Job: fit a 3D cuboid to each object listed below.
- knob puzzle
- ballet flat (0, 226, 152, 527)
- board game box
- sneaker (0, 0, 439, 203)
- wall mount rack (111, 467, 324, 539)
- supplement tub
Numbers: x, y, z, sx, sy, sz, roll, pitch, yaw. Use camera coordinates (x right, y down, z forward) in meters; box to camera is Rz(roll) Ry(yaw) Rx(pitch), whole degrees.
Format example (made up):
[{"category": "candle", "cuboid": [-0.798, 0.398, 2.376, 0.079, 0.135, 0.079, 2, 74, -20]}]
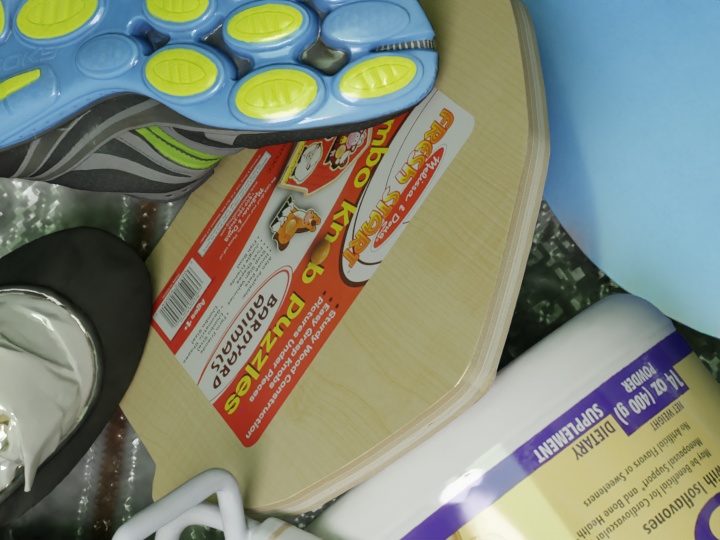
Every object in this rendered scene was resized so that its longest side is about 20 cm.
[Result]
[{"category": "knob puzzle", "cuboid": [0.000, 0.000, 0.770, 0.030, 0.220, 0.220, 31, 98, -31]}, {"category": "ballet flat", "cuboid": [-0.136, 0.062, 0.780, 0.068, 0.068, 0.200, 43, 75, -4]}, {"category": "board game box", "cuboid": [0.148, -0.073, 0.799, 0.200, 0.039, 0.158, -43, 78, 3]}, {"category": "sneaker", "cuboid": [-0.059, -0.066, 0.801, 0.199, 0.083, 0.071, -7, 74, 31]}, {"category": "wall mount rack", "cuboid": [-0.006, 0.154, 0.700, 0.200, 0.075, 0.174, 19, 128, 38]}, {"category": "supplement tub", "cuboid": [0.090, 0.124, 0.755, 0.145, 0.145, 0.200, -39, 83, 9]}]
